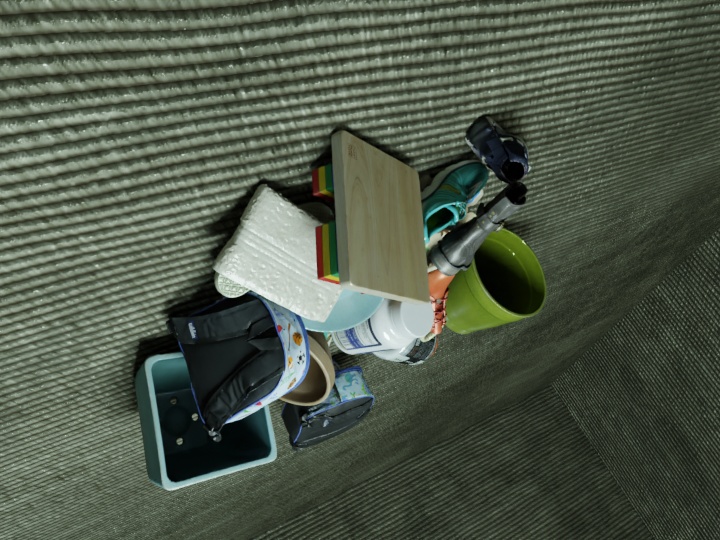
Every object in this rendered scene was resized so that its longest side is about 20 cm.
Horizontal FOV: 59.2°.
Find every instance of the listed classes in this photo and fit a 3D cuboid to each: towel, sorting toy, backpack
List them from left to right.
[{"bbox_3d":[-0.166,0.122,0.952,0.188,0.204,0.153,-27,174,32],"label":"backpack"},{"bbox_3d":[-0.094,-0.018,0.881,0.198,0.034,0.134,32,88,-37],"label":"towel"},{"bbox_3d":[-0.077,0.292,1.446,0.196,0.149,0.184,-14,151,-24],"label":"backpack"},{"bbox_3d":[0.012,-0.060,0.883,0.068,0.205,0.197,-13,164,34],"label":"sorting toy"}]

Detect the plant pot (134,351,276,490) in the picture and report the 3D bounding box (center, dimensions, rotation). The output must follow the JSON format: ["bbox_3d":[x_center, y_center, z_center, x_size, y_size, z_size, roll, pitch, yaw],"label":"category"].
[{"bbox_3d":[-0.283,0.247,1.074,0.192,0.201,0.199,-5,167,-37],"label":"plant pot"}]

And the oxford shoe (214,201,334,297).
[{"bbox_3d":[-0.127,-0.036,0.913,0.198,0.058,0.076,-36,112,-10],"label":"oxford shoe"}]

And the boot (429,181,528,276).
[{"bbox_3d":[0.204,-0.074,1.027,0.174,0.069,0.200,-45,177,25],"label":"boot"}]

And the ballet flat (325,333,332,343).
[{"bbox_3d":[-0.085,0.136,1.260,0.070,0.067,0.201,-38,160,-20],"label":"ballet flat"}]

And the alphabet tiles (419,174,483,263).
[{"bbox_3d":[0.125,-0.083,1.106,0.194,0.015,0.201,26,110,-45],"label":"alphabet tiles"}]

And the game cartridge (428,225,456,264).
[{"bbox_3d":[0.127,-0.023,1.231,0.198,0.041,0.134,-34,160,-10],"label":"game cartridge"}]

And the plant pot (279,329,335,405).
[{"bbox_3d":[-0.125,0.138,1.126,0.093,0.198,0.202,-60,178,-41],"label":"plant pot"}]

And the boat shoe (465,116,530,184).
[{"bbox_3d":[0.243,-0.175,1.038,0.075,0.094,0.198,-43,153,24],"label":"boat shoe"}]

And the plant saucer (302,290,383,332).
[{"bbox_3d":[-0.053,0.007,1.008,0.195,0.039,0.205,0,122,-1],"label":"plant saucer"}]

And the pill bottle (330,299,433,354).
[{"bbox_3d":[0.040,0.092,1.175,0.109,0.114,0.198,-9,175,-40],"label":"pill bottle"}]

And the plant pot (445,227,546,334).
[{"bbox_3d":[0.261,0.043,1.365,0.197,0.204,0.193,-11,160,-36],"label":"plant pot"}]

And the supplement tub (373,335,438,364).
[{"bbox_3d":[0.097,0.143,1.411,0.122,0.124,0.199,-38,154,14],"label":"supplement tub"}]

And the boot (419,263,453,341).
[{"bbox_3d":[0.138,0.055,1.176,0.073,0.109,0.201,-13,155,-22],"label":"boot"}]

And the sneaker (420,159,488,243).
[{"bbox_3d":[0.141,-0.103,1.011,0.199,0.079,0.079,-39,132,-23],"label":"sneaker"}]
